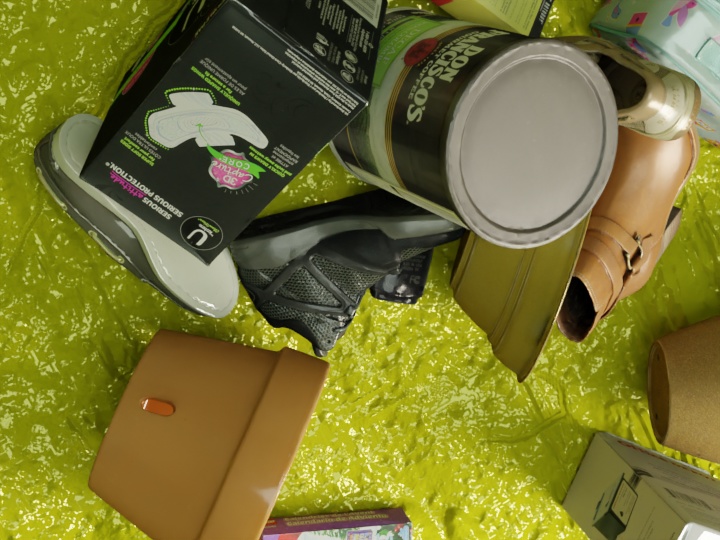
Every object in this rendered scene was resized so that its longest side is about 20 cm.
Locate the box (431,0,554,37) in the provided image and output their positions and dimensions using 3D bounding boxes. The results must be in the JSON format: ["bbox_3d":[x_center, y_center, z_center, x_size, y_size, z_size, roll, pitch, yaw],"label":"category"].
[{"bbox_3d":[0.068,-0.257,1.164,0.199,0.050,0.076,30,74,-25],"label":"box"}]

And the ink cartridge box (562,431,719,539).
[{"bbox_3d":[0.284,0.232,1.272,0.145,0.200,0.087,22,98,-18],"label":"ink cartridge box"}]

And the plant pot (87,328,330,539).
[{"bbox_3d":[-0.126,0.138,1.157,0.139,0.200,0.202,24,96,-2],"label":"plant pot"}]

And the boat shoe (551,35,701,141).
[{"bbox_3d":[0.179,-0.154,1.157,0.064,0.199,0.072,14,95,-37],"label":"boat shoe"}]

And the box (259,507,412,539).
[{"bbox_3d":[-0.025,0.315,1.293,0.135,0.039,0.203,-2,103,-15],"label":"box"}]

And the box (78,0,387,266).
[{"bbox_3d":[-0.092,-0.134,1.076,0.124,0.149,0.200,35,125,-19],"label":"box"}]

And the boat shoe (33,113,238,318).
[{"bbox_3d":[-0.177,-0.037,1.163,0.202,0.060,0.072,48,50,-21],"label":"boat shoe"}]

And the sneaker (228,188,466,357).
[{"bbox_3d":[0.000,0.000,1.196,0.197,0.076,0.116,-14,111,8],"label":"sneaker"}]

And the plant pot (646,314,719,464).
[{"bbox_3d":[0.360,0.103,1.289,0.197,0.187,0.189,-1,103,-1],"label":"plant pot"}]

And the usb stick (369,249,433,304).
[{"bbox_3d":[0.049,-0.072,1.230,0.055,0.033,0.203,8,100,-24],"label":"usb stick"}]

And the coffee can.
[{"bbox_3d":[0.076,-0.112,1.095,0.145,0.200,0.148,-9,109,-26],"label":"coffee can"}]

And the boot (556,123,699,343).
[{"bbox_3d":[0.207,-0.050,1.203,0.155,0.076,0.201,-45,149,-31],"label":"boot"}]

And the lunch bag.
[{"bbox_3d":[0.296,-0.163,1.207,0.199,0.160,0.077,36,92,-18],"label":"lunch bag"}]

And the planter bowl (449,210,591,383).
[{"bbox_3d":[0.124,-0.017,1.191,0.082,0.200,0.203,18,98,1],"label":"planter bowl"}]
